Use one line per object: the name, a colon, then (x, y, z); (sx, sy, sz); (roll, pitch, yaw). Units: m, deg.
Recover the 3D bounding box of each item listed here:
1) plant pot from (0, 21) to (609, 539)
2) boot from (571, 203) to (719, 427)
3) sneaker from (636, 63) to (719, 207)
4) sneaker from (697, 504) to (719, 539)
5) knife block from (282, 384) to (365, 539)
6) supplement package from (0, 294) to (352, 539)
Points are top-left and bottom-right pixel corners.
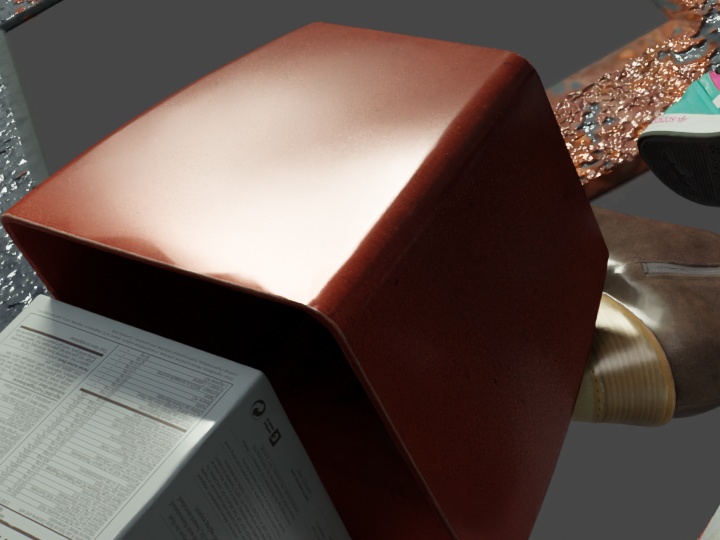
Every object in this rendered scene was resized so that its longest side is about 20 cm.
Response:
plant pot: (0.000, 0.000, 0.765); (0.200, 0.200, 0.176); (16, 57, 40)
boot: (0.150, -0.002, 0.875); (0.166, 0.072, 0.200); (-9, 44, -9)
sneaker: (0.246, -0.086, 0.883); (0.121, 0.084, 0.200); (-48, 28, -14)
sneaker: (0.192, 0.057, 0.766); (0.093, 0.070, 0.200); (43, 73, 4)
knife block: (-0.010, 0.103, 0.861); (0.200, 0.064, 0.176); (23, 69, 42)
supplement package: (-0.126, 0.143, 0.720); (0.151, 0.152, 0.200); (15, 52, 39)
